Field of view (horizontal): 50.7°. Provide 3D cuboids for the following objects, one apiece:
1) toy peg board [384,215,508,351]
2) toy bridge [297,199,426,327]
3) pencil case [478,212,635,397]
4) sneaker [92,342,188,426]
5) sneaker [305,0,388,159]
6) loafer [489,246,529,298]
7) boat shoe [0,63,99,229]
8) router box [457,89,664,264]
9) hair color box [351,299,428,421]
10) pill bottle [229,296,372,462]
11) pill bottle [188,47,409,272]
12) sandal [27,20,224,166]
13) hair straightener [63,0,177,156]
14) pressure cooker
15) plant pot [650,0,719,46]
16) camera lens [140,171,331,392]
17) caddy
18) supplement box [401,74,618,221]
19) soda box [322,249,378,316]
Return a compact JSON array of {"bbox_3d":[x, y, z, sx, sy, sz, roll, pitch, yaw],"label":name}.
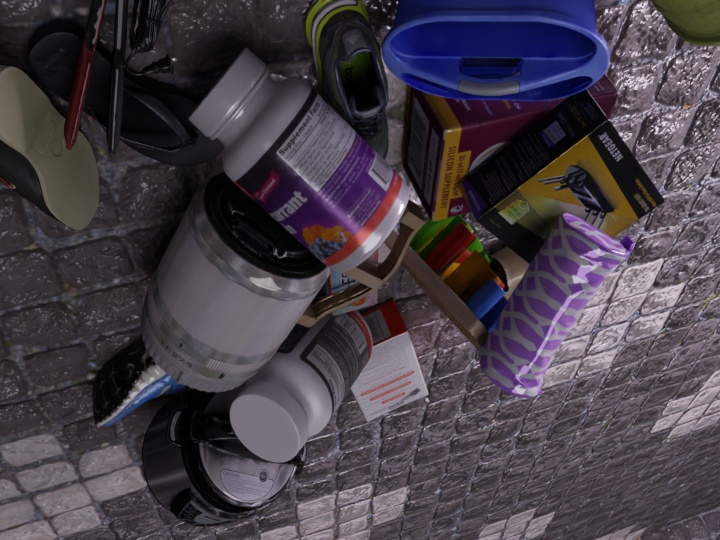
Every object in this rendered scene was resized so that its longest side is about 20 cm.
[{"bbox_3d":[0.141,0.019,0.953,0.098,0.200,0.200,-43,142,1],"label":"toy peg board"},{"bbox_3d":[0.000,0.000,0.860,0.200,0.028,0.067,-43,139,23],"label":"toy bridge"},{"bbox_3d":[0.200,0.042,0.797,0.084,0.084,0.203,21,114,-11],"label":"pencil case"},{"bbox_3d":[-0.260,0.139,0.963,0.198,0.080,0.089,-36,139,15],"label":"sneaker"},{"bbox_3d":[-0.006,-0.163,0.733,0.072,0.082,0.202,-21,143,-2],"label":"sneaker"},{"bbox_3d":[0.221,-0.004,1.055,0.067,0.077,0.200,14,130,-47],"label":"loafer"},{"bbox_3d":[-0.290,-0.106,0.667,0.062,0.075,0.202,11,156,13],"label":"boat shoe"},{"bbox_3d":[0.217,-0.082,0.806,0.156,0.053,0.199,-38,143,20],"label":"router box"},{"bbox_3d":[0.029,0.139,1.133,0.109,0.065,0.202,-23,142,-2],"label":"hair color box"},{"bbox_3d":[-0.070,0.129,0.932,0.117,0.115,0.200,-59,174,38],"label":"pill bottle"},{"bbox_3d":[-0.058,-0.102,0.702,0.199,0.112,0.111,42,114,-17],"label":"pill bottle"},{"bbox_3d":[-0.205,-0.142,0.681,0.076,0.043,0.198,-41,140,22],"label":"sandal"},{"bbox_3d":[-0.184,-0.187,0.612,0.075,0.041,0.204,8,115,-27],"label":"hair straightener"},{"bbox_3d":[-0.177,0.230,0.997,0.198,0.182,0.175,-25,-175,45],"label":"pressure cooker"},{"bbox_3d":[0.259,-0.315,0.627,0.180,0.203,0.202,12,132,-22],"label":"plant pot"},{"bbox_3d":[-0.132,0.010,0.807,0.157,0.162,0.201,9,133,-36],"label":"camera lens"},{"bbox_3d":[0.117,-0.203,0.664,0.195,0.108,0.141,5,166,16],"label":"caddy"},{"bbox_3d":[0.153,-0.151,0.816,0.195,0.104,0.132,-15,142,-13],"label":"supplement box"},{"bbox_3d":[-0.017,-0.037,0.889,0.062,0.069,0.202,-14,142,-11],"label":"soda box"}]
